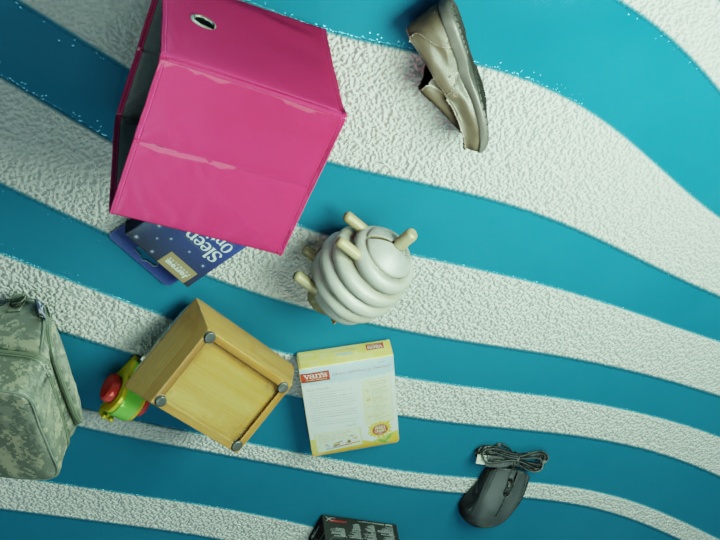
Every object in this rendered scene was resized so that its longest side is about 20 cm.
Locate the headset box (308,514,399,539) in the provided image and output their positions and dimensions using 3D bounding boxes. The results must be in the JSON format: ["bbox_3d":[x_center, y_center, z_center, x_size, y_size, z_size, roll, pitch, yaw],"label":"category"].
[{"bbox_3d":[-0.001,0.527,1.696,0.147,0.201,0.075,12,127,-21],"label":"headset box"}]

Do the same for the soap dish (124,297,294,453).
[{"bbox_3d":[-0.203,0.155,1.396,0.200,0.081,0.158,39,92,-34],"label":"soap dish"}]

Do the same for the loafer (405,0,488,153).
[{"bbox_3d":[0.104,-0.225,1.180,0.070,0.073,0.201,-13,127,14],"label":"loafer"}]

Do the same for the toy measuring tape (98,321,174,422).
[{"bbox_3d":[-0.311,0.156,1.413,0.073,0.074,0.200,31,119,-31],"label":"toy measuring tape"}]

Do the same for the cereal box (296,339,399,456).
[{"bbox_3d":[-0.016,0.196,1.522,0.142,0.040,0.201,-8,130,-4],"label":"cereal box"}]

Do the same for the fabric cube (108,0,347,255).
[{"bbox_3d":[-0.151,-0.169,1.088,0.198,0.197,0.201,14,126,-21],"label":"fabric cube"}]

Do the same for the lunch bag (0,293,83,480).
[{"bbox_3d":[-0.451,0.154,1.323,0.138,0.169,0.201,1,132,5],"label":"lunch bag"}]

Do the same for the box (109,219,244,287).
[{"bbox_3d":[-0.212,-0.054,1.282,0.199,0.033,0.121,-32,128,17],"label":"box"}]

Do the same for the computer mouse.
[{"bbox_3d":[0.233,0.385,1.717,0.137,0.053,0.201,9,127,-18],"label":"computer mouse"}]

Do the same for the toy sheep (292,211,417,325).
[{"bbox_3d":[0.000,0.000,1.303,0.137,0.139,0.200,27,139,-29],"label":"toy sheep"}]
